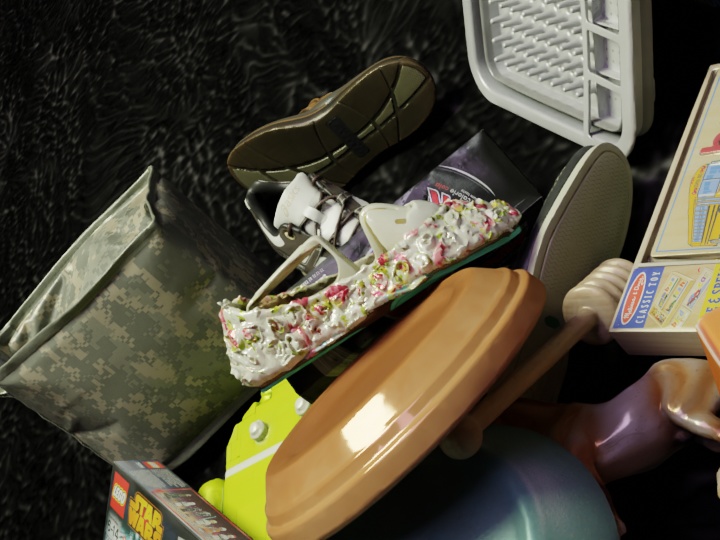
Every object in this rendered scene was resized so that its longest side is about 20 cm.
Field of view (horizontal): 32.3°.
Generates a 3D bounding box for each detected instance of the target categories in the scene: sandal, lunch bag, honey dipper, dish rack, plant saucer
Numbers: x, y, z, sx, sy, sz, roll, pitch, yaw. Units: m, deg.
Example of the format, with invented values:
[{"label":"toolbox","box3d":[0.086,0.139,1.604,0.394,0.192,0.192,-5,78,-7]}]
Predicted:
[{"label":"sandal","box3d":[-0.021,-0.118,1.015,0.199,0.082,0.055,-33,24,30]},{"label":"lunch bag","box3d":[-0.168,0.054,0.957,0.200,0.164,0.118,-43,28,13]},{"label":"honey dipper","box3d":[0.102,0.048,0.673,0.038,0.038,0.200,-15,14,41]},{"label":"dish rack","box3d":[0.135,-0.180,0.840,0.043,0.173,0.200,-21,30,-21]},{"label":"plant saucer","box3d":[0.032,0.158,0.615,0.198,0.036,0.202,-24,43,25]},{"label":"plant saucer","box3d":[0.016,0.066,0.670,0.200,0.037,0.200,-44,5,5]}]

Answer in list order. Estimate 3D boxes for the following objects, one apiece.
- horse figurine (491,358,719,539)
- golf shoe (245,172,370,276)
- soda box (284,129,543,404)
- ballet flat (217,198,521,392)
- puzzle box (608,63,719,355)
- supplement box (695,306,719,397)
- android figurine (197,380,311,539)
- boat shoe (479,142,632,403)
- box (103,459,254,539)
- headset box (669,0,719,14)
[{"label":"horse figurine","box3d":[0.149,0.091,0.644,0.198,0.050,0.133,-25,32,13]},{"label":"golf shoe","box3d":[-0.017,-0.023,0.916,0.199,0.094,0.078,13,70,51]},{"label":"soda box","box3d":[0.027,0.003,0.814,0.199,0.071,0.063,-40,69,0]},{"label":"ballet flat","box3d":[0.000,0.000,0.740,0.199,0.064,0.076,-32,6,3]},{"label":"puzzle box","box3d":[0.227,-0.043,0.690,0.132,0.025,0.201,-5,51,47]},{"label":"supplement box","box3d":[0.255,0.016,0.550,0.199,0.067,0.069,-30,40,4]},{"label":"android figurine","box3d":[-0.045,0.147,0.857,0.181,0.041,0.202,-29,44,31]},{"label":"boat shoe","box3d":[0.106,0.009,0.768,0.067,0.072,0.202,14,76,51]},{"label":"box","box3d":[-0.120,0.225,0.832,0.199,0.039,0.139,21,104,54]},{"label":"headset box","box3d":[0.186,-0.266,0.788,0.093,0.200,0.174,-52,36,0]}]
